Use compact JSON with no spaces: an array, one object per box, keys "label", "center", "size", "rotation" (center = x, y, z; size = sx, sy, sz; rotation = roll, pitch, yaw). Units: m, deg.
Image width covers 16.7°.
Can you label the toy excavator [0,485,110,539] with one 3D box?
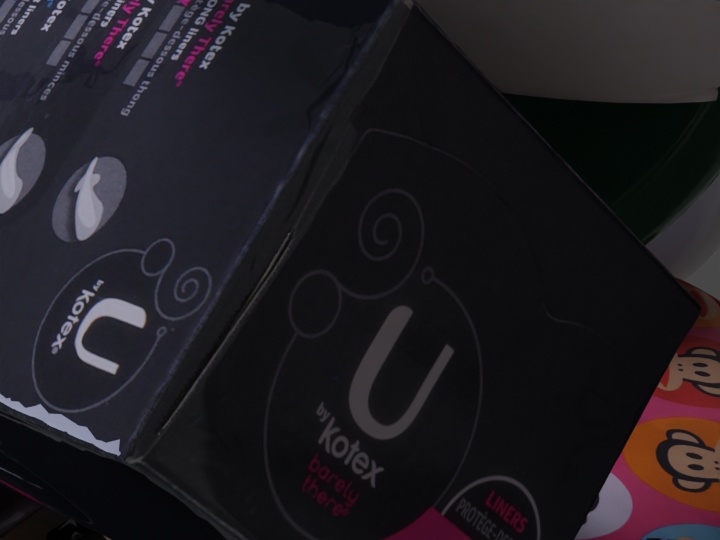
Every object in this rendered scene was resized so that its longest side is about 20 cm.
[{"label":"toy excavator","center":[-0.062,0.043,0.866],"size":[0.100,0.195,0.200],"rotation":[-35,30,11]}]

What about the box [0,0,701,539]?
[{"label":"box","center":[-0.047,0.001,0.547],"size":[0.199,0.122,0.106],"rotation":[17,72,48]}]

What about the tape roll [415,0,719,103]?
[{"label":"tape roll","center":[0.049,-0.153,0.494],"size":[0.203,0.201,0.140],"rotation":[102,173,-50]}]

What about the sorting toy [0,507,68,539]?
[{"label":"sorting toy","center":[-0.119,0.183,0.856],"size":[0.200,0.069,0.200],"rotation":[30,-122,-53]}]

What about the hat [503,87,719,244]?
[{"label":"hat","center":[0.025,-0.106,0.734],"size":[0.200,0.165,0.176],"rotation":[-52,24,2]}]

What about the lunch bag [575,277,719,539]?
[{"label":"lunch bag","center":[0.024,0.058,0.674],"size":[0.200,0.175,0.082],"rotation":[-86,6,-66]}]

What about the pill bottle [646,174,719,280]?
[{"label":"pill bottle","center":[0.072,-0.068,0.851],"size":[0.200,0.109,0.110],"rotation":[-88,8,-70]}]
